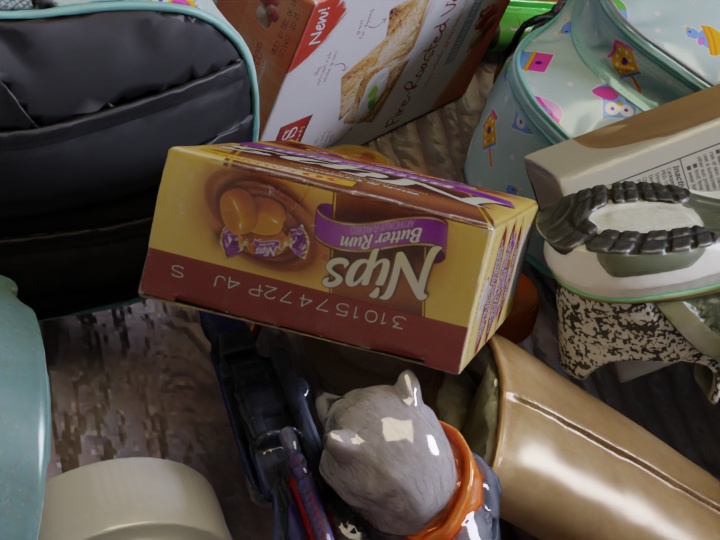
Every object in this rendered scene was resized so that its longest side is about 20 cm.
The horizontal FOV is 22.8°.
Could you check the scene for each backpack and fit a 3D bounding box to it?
[{"bbox_3d":[0.155,-0.079,0.946,0.175,0.154,0.200,35,49,3],"label":"backpack"},{"bbox_3d":[-0.149,-0.067,0.743,0.198,0.177,0.154,-5,39,-23],"label":"backpack"}]

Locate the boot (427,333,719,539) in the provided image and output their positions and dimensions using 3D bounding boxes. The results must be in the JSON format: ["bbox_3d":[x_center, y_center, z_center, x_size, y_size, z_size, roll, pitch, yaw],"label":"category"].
[{"bbox_3d":[0.123,0.124,0.735,0.199,0.066,0.175,32,19,-22],"label":"boot"}]

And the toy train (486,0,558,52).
[{"bbox_3d":[0.131,-0.154,1.093,0.198,0.042,0.057,-3,59,-29],"label":"toy train"}]

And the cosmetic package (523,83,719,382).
[{"bbox_3d":[0.187,-0.036,0.824,0.198,0.106,0.071,-19,14,-4],"label":"cosmetic package"}]

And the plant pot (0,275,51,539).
[{"bbox_3d":[-0.219,0.062,0.593,0.195,0.201,0.201,10,42,-29],"label":"plant pot"}]

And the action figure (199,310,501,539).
[{"bbox_3d":[0.012,0.087,0.665,0.104,0.194,0.201,-20,59,-4],"label":"action figure"}]

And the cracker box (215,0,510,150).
[{"bbox_3d":[0.002,-0.128,0.928,0.058,0.134,0.199,43,45,19],"label":"cracker box"}]

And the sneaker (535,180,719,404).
[{"bbox_3d":[0.170,0.014,0.768,0.198,0.089,0.077,3,31,-3],"label":"sneaker"}]

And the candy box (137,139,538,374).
[{"bbox_3d":[0.001,-0.011,0.685,0.116,0.057,0.200,14,8,8],"label":"candy box"}]

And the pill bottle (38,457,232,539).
[{"bbox_3d":[-0.066,0.170,0.605,0.109,0.110,0.201,-1,48,-27],"label":"pill bottle"}]

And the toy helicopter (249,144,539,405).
[{"bbox_3d":[0.000,0.000,0.859,0.131,0.079,0.201,1,35,-13],"label":"toy helicopter"}]

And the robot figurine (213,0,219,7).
[{"bbox_3d":[-0.144,-0.177,0.912,0.199,0.125,0.150,35,43,17],"label":"robot figurine"}]
